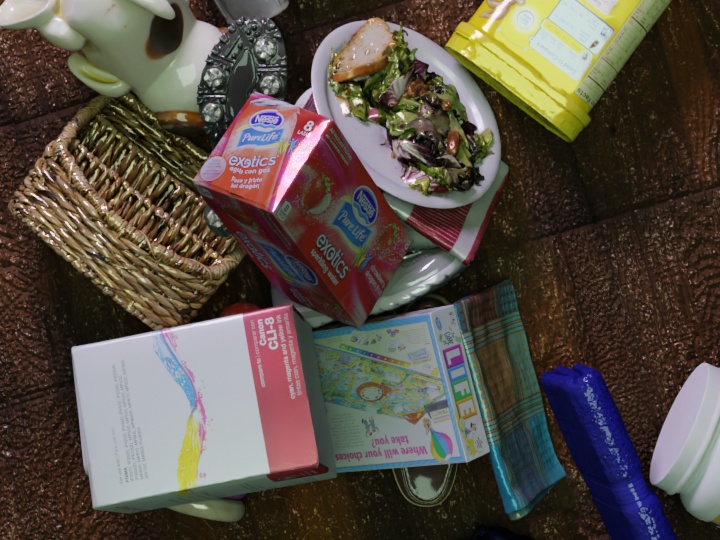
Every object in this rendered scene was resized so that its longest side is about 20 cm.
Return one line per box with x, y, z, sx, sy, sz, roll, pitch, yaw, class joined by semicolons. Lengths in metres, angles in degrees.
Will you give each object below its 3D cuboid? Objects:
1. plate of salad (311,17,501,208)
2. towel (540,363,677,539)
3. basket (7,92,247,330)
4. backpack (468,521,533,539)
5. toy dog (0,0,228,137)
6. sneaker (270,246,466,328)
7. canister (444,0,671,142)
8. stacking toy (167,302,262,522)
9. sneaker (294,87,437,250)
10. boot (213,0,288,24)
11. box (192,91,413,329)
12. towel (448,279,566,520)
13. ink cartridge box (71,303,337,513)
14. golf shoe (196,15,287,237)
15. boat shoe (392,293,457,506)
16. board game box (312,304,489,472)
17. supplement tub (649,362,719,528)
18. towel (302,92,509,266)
0.048;-0.146;1.685;0.200;0.200;0.048;43;135;-2;plate of salad
0.234;0.178;1.713;0.049;0.148;0.201;-25;93;-7;towel
-0.198;-0.056;1.702;0.200;0.143;0.149;40;94;-2;basket
0.153;0.328;1.696;0.167;0.200;0.163;14;93;0;backpack
-0.185;-0.215;1.678;0.200;0.193;0.140;43;62;-36;toy dog
0.000;0.000;1.717;0.199;0.075;0.082;-15;91;20;sneaker
0.194;-0.240;1.715;0.148;0.087;0.200;37;92;-2;canister
-0.129;0.127;1.752;0.085;0.085;0.201;12;88;0;stacking toy
0.019;-0.094;1.740;0.200;0.075;0.089;48;53;-15;sneaker
-0.155;-0.321;1.710;0.073;0.182;0.200;-42;120;-9;boot
-0.045;-0.049;1.613;0.095;0.200;0.100;21;70;33;box
0.136;0.114;1.713;0.022;0.147;0.201;-14;93;24;towel
-0.135;0.125;1.643;0.199;0.145;0.145;-11;80;3;ink cartridge box
-0.103;-0.131;1.671;0.077;0.088;0.201;10;108;6;golf shoe
0.061;0.124;1.747;0.072;0.072;0.201;4;94;0;boat shoe
0.018;0.111;1.703;0.199;0.034;0.135;-10;95;45;board game box
0.378;0.179;1.712;0.199;0.144;0.145;24;94;-1;supplement tub
0.039;-0.106;1.700;0.200;0.144;0.023;36;133;-8;towel
